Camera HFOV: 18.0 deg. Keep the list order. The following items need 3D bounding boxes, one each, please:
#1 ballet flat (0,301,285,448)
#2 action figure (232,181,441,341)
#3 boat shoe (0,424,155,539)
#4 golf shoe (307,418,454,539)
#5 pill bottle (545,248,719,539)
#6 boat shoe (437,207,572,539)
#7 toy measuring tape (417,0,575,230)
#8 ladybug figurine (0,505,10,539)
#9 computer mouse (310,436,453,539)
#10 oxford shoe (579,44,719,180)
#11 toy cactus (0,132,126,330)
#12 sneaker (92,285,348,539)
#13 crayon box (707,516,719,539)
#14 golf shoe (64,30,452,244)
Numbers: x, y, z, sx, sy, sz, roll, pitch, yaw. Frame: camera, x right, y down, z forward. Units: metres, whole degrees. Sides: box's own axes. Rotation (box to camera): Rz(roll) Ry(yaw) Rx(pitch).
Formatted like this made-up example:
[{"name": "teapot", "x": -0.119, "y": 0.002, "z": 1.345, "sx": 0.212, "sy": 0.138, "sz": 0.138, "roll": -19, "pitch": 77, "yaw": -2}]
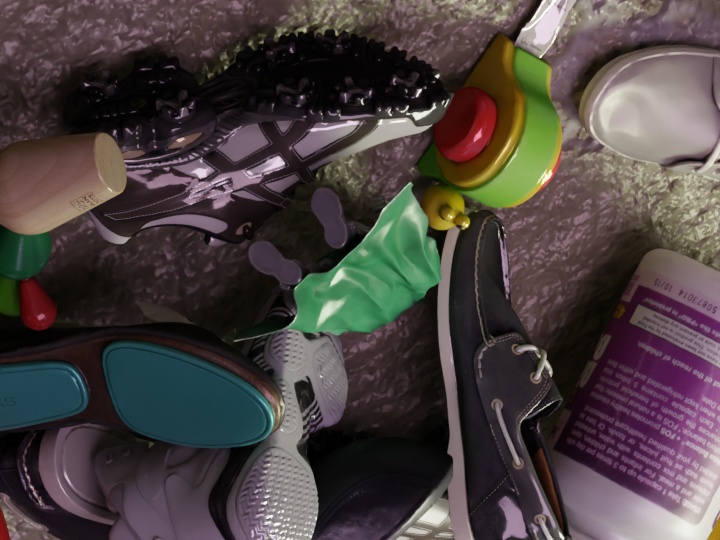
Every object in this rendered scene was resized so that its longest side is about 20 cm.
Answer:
[{"name": "ballet flat", "x": -0.127, "y": 0.048, "z": 1.175, "sx": 0.199, "sy": 0.069, "sz": 0.068, "roll": 3, "pitch": 124, "yaw": 16}, {"name": "action figure", "x": 0.000, "y": 0.000, "z": 1.213, "sx": 0.118, "sy": 0.055, "sz": 0.200, "roll": -37, "pitch": 165, "yaw": 8}, {"name": "boat shoe", "x": -0.131, "y": 0.134, "z": 1.283, "sx": 0.060, "sy": 0.074, "sz": 0.200, "roll": -8, "pitch": 157, "yaw": 31}, {"name": "golf shoe", "x": 0.013, "y": 0.145, "z": 1.352, "sx": 0.199, "sy": 0.078, "sz": 0.095, "roll": -2, "pitch": 121, "yaw": -24}, {"name": "pill bottle", "x": 0.174, "y": 0.098, "z": 1.347, "sx": 0.112, "sy": 0.112, "sz": 0.201, "roll": 30, "pitch": 87, "yaw": -37}, {"name": "boat shoe", "x": 0.084, "y": 0.063, "z": 1.293, "sx": 0.072, "sy": 0.067, "sz": 0.201, "roll": -4, "pitch": 89, "yaw": -67}, {"name": "toy measuring tape", "x": 0.097, "y": -0.100, "z": 1.238, "sx": 0.073, "sy": 0.074, "sz": 0.200, "roll": 24, "pitch": 108, "yaw": -36}, {"name": "ladybug figurine", "x": -0.241, "y": 0.158, "z": 1.184, "sx": 0.135, "sy": 0.072, "sz": 0.201, "roll": -31, "pitch": 129, "yaw": -20}, {"name": "computer mouse", "x": -0.035, "y": 0.151, "z": 1.227, "sx": 0.200, "sy": 0.138, "sz": 0.053, "roll": -41, "pitch": 97, "yaw": -16}, {"name": "oxford shoe", "x": 0.216, "y": -0.081, "z": 1.319, "sx": 0.199, "sy": 0.058, "sz": 0.075, "roll": 13, "pitch": 116, "yaw": -30}, {"name": "toy cactus", "x": -0.194, "y": -0.025, "z": 1.103, "sx": 0.164, "sy": 0.103, "sz": 0.200, "roll": -16, "pitch": 139, "yaw": 22}, {"name": "sneaker", "x": -0.077, "y": 0.087, "z": 1.226, "sx": 0.114, "sy": 0.200, "sz": 0.075, "roll": -16, "pitch": 126, "yaw": 22}, {"name": "crayon box", "x": 0.252, "y": 0.136, "z": 1.446, "sx": 0.200, "sy": 0.051, "sz": 0.127, "roll": -40, "pitch": 163, "yaw": 3}, {"name": "golf shoe", "x": -0.052, "y": -0.065, "z": 1.179, "sx": 0.199, "sy": 0.078, "sz": 0.095, "roll": -7, "pitch": 126, "yaw": -9}]
